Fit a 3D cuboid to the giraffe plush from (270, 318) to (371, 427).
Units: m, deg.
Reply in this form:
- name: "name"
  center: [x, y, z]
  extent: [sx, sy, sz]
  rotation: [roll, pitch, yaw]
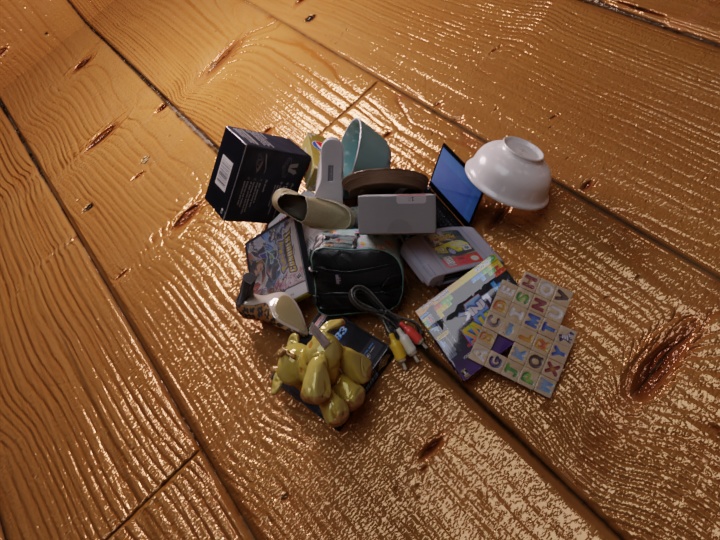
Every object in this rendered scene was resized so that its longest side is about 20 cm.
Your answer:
- name: "giraffe plush"
  center: [-0.098, 0.195, 1.159]
  extent: [0.161, 0.202, 0.172]
  rotation: [-14, 18, 41]

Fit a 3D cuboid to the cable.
- name: "cable"
  center: [0.063, 0.099, 1.209]
  extent: [0.097, 0.201, 0.050]
  rotation: [-40, 8, -26]

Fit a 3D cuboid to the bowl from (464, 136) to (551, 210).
- name: "bowl"
  center: [0.332, -0.225, 1.275]
  extent: [0.198, 0.091, 0.203]
  rotation: [13, 37, -10]

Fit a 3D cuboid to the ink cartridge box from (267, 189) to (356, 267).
- name: "ink cartridge box"
  center: [-0.111, -0.084, 1.438]
  extent: [0.144, 0.085, 0.200]
  rotation: [-43, 55, -9]

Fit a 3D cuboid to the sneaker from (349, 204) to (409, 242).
- name: "sneaker"
  center: [0.035, -0.101, 1.397]
  extent: [0.197, 0.070, 0.095]
  rotation: [2, 79, 33]

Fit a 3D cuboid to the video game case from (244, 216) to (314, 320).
- name: "video game case"
  center: [-0.194, -0.008, 1.389]
  extent: [0.179, 0.025, 0.203]
  rotation: [-27, 66, 33]

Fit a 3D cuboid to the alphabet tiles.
- name: "alphabet tiles"
  center: [0.319, 0.111, 1.118]
  extent: [0.165, 0.008, 0.202]
  rotation: [24, 81, 12]

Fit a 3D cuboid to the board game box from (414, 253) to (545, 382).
- name: "board game box"
  center: [0.232, 0.093, 1.166]
  extent: [0.199, 0.057, 0.166]
  rotation: [-36, 72, -2]

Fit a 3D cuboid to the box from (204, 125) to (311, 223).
- name: "box"
  center: [-0.257, -0.231, 1.476]
  extent: [0.117, 0.198, 0.199]
  rotation: [42, 118, 37]

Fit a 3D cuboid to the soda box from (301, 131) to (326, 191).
- name: "soda box"
  center: [-0.109, -0.278, 1.532]
  extent: [0.065, 0.067, 0.202]
  rotation: [-61, 26, 32]

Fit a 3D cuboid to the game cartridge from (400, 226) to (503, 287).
- name: "game cartridge"
  center: [0.190, -0.036, 1.250]
  extent: [0.197, 0.041, 0.133]
  rotation: [-12, 43, -27]

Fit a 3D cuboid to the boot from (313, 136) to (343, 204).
- name: "boot"
  center: [-0.069, -0.208, 1.397]
  extent: [0.072, 0.096, 0.204]
  rotation: [9, 98, 1]

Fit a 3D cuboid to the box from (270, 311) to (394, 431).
- name: "box"
  center: [-0.062, 0.202, 1.258]
  extent: [0.197, 0.050, 0.201]
  rotation: [29, 73, 33]

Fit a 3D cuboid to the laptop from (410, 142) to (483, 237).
- name: "laptop"
  center: [0.167, -0.157, 1.357]
  extent: [0.198, 0.104, 0.178]
  rotation: [-34, 52, -1]

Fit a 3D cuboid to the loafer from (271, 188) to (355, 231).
- name: "loafer"
  center: [-0.108, -0.129, 1.328]
  extent: [0.196, 0.068, 0.077]
  rotation: [14, 104, -1]

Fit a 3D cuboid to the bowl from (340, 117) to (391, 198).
- name: "bowl"
  center: [0.007, -0.262, 1.458]
  extent: [0.103, 0.201, 0.204]
  rotation: [13, 55, -19]

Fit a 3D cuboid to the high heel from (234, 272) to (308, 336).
- name: "high heel"
  center: [-0.201, 0.107, 1.343]
  extent: [0.199, 0.143, 0.071]
  rotation: [40, 51, 12]

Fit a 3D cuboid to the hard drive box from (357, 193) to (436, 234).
- name: "hard drive box"
  center: [0.078, -0.120, 1.232]
  extent: [0.153, 0.200, 0.078]
  rotation: [0, 98, 4]

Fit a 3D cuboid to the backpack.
- name: "backpack"
  center: [0.000, 0.000, 1.282]
  extent: [0.196, 0.179, 0.154]
  rotation: [2, 28, 10]

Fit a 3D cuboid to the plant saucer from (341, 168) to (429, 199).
- name: "plant saucer"
  center: [0.056, -0.186, 1.326]
  extent: [0.197, 0.200, 0.030]
  rotation: [-4, 81, 20]
